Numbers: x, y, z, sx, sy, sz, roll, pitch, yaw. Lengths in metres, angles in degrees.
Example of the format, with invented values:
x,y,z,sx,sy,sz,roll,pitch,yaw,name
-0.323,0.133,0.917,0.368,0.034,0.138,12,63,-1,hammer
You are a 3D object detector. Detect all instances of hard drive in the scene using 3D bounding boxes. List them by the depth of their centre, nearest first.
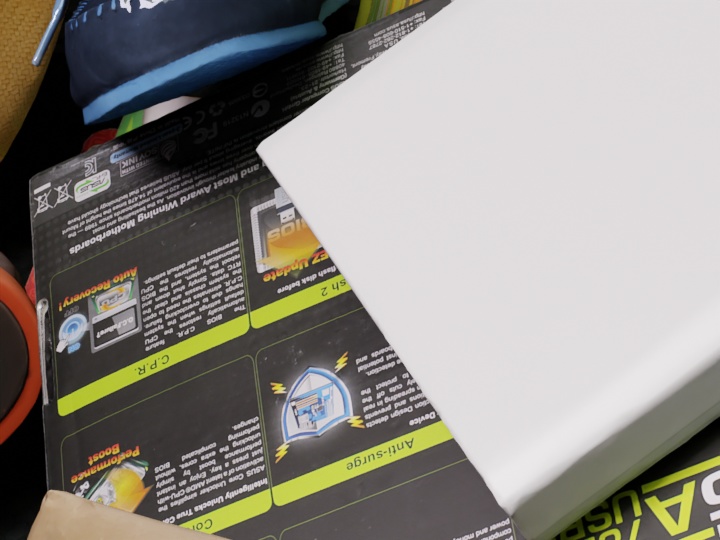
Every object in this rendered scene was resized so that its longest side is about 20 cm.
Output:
x,y,z,sx,sy,sz,roll,pitch,yaw,name
0.086,-0.044,0.627,0.200,0.026,0.132,-36,48,1,hard drive

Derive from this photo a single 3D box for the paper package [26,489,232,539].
x,y,z,sx,sy,sz,roll,pitch,yaw,name
0.024,0.151,0.534,0.199,0.191,0.104,13,55,23,paper package

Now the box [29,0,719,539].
x,y,z,sx,sy,sz,roll,pitch,yaw,name
0.016,0.022,0.670,0.199,0.048,0.194,-23,52,16,box

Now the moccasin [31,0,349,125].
x,y,z,sx,sy,sz,roll,pitch,yaw,name
-0.050,-0.086,0.753,0.080,0.069,0.200,-19,10,6,moccasin

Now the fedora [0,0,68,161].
x,y,z,sx,sy,sz,roll,pitch,yaw,name
-0.133,-0.069,0.789,0.081,0.201,0.201,28,54,-16,fedora

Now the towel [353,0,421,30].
x,y,z,sx,sy,sz,roll,pitch,yaw,name
0.062,-0.119,0.765,0.018,0.200,0.087,28,54,-23,towel

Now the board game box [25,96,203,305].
x,y,z,sx,sy,sz,roll,pitch,yaw,name
0.000,0.000,0.766,0.199,0.030,0.096,5,54,19,board game box

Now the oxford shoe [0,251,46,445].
x,y,z,sx,sy,sz,roll,pitch,yaw,name
-0.174,0.057,0.745,0.199,0.071,0.073,-29,19,-3,oxford shoe
